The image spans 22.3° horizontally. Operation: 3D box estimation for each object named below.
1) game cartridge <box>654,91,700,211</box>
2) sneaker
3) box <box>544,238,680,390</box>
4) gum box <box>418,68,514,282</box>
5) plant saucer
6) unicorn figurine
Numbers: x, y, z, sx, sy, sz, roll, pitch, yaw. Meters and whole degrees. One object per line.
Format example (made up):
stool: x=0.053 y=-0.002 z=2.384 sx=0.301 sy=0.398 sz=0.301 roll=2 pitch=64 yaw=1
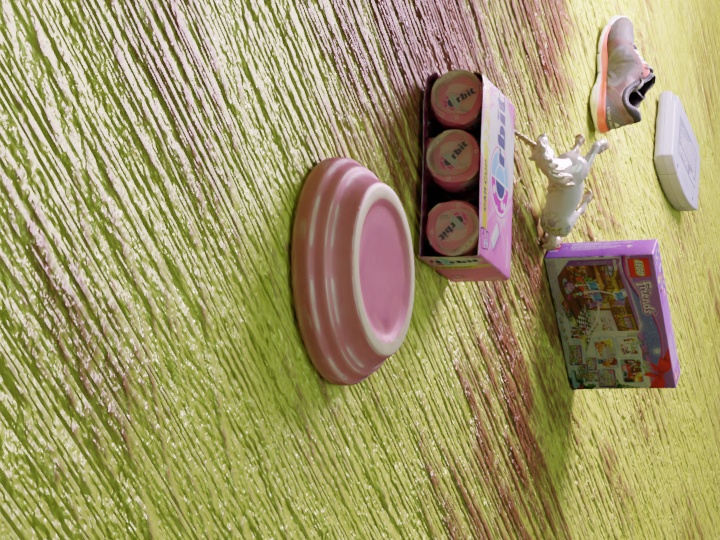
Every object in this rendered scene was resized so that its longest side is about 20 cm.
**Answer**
game cartridge: x=0.504 y=-0.180 z=2.906 sx=0.200 sy=0.040 sz=0.134 roll=50 pitch=39 yaw=-57
sneaker: x=0.370 y=-0.268 z=2.513 sx=0.077 sy=0.082 sz=0.201 roll=60 pitch=35 yaw=-49
box: x=0.314 y=0.057 z=2.270 sx=0.039 sy=0.136 sz=0.201 roll=-60 pitch=142 yaw=-52
gum box: x=0.110 y=-0.098 z=1.864 sx=0.113 sy=0.066 sz=0.201 roll=33 pitch=57 yaw=-66
plant saucer: x=0.000 y=0.000 z=1.603 sx=0.200 sy=0.051 sz=0.202 roll=-2 pitch=90 yaw=-69
unicorn figurine: x=0.242 y=-0.109 z=2.183 sx=0.137 sy=0.074 sz=0.201 roll=-46 pitch=136 yaw=-47
